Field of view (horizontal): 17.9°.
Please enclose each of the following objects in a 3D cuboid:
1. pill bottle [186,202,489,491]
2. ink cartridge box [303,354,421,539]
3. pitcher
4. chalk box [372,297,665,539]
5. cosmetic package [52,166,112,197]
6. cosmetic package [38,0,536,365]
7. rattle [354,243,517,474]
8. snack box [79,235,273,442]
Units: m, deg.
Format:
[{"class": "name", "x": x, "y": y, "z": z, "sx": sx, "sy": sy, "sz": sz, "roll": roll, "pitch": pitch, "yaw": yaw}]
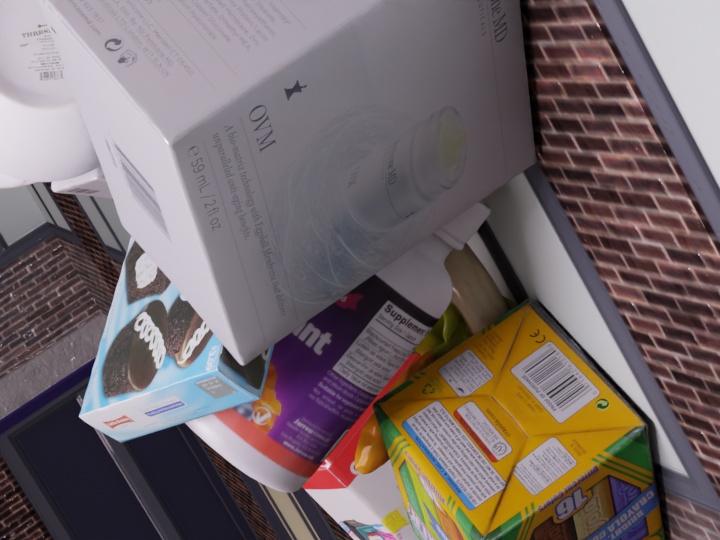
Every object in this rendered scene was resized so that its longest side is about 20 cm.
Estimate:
[{"class": "pill bottle", "x": -0.018, "y": 0.017, "z": 1.313, "sx": 0.111, "sy": 0.200, "sz": 0.111, "roll": 38, "pitch": -175, "yaw": -4}, {"class": "ink cartridge box", "x": 0.034, "y": 0.128, "z": 1.528, "sx": 0.200, "sy": 0.116, "sz": 0.067, "roll": 47, "pitch": 155, "yaw": -17}, {"class": "pitcher", "x": -0.150, "y": -0.109, "z": 1.245, "sx": 0.200, "sy": 0.170, "sz": 0.122, "roll": 136, "pitch": 121, "yaw": -78}, {"class": "chalk box", "x": 0.102, "y": 0.142, "z": 1.399, "sx": 0.125, "sy": 0.123, "sz": 0.201, "roll": 48, "pitch": 165, "yaw": 36}, {"class": "cosmetic package", "x": -0.099, "y": -0.083, "z": 1.430, "sx": 0.050, "sy": 0.199, "sz": 0.083, "roll": -12, "pitch": 77, "yaw": 46}, {"class": "cosmetic package", "x": -0.027, "y": -0.093, "z": 1.137, "sx": 0.123, "sy": 0.199, "sz": 0.200, "roll": 47, "pitch": 164, "yaw": 30}, {"class": "rattle", "x": 0.000, "y": 0.000, "z": 1.431, "sx": 0.201, "sy": 0.142, "sz": 0.130, "roll": 52, "pitch": -173, "yaw": -6}, {"class": "snack box", "x": -0.084, "y": -0.009, "z": 1.270, "sx": 0.116, "sy": 0.201, "sz": 0.037, "roll": -20, "pitch": 136, "yaw": 41}]
